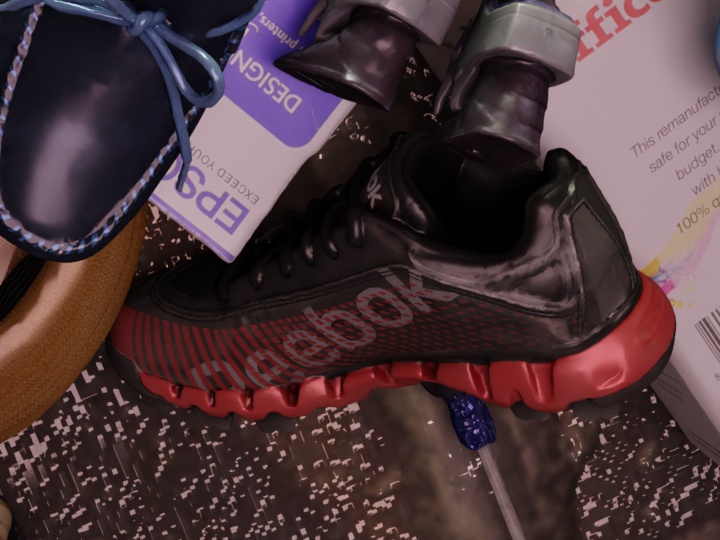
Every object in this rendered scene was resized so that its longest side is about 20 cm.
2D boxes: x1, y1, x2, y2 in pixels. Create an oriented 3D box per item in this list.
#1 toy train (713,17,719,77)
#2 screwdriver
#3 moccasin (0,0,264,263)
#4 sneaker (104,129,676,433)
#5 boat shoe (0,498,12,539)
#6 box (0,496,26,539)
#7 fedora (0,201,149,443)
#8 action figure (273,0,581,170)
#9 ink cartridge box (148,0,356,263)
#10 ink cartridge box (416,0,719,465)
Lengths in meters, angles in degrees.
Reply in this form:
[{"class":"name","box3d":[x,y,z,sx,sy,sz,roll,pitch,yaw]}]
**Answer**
[{"class":"toy train","box3d":[0.201,-0.066,0.797,0.200,0.087,0.114,40,78,-23]},{"class":"screwdriver","box3d":[0.051,0.079,0.902,0.028,0.029,0.200,-23,100,-7]},{"class":"moccasin","box3d":[-0.062,-0.098,0.723,0.080,0.068,0.200,19,92,-18]},{"class":"sneaker","box3d":[0.000,0.000,0.820,0.200,0.071,0.098,-4,126,23]},{"class":"boat shoe","box3d":[-0.195,0.105,0.786,0.200,0.065,0.071,-14,144,30]},{"class":"box","box3d":[-0.133,0.203,0.845,0.132,0.115,0.200,-26,104,-5]},{"class":"fedora","box3d":[-0.170,-0.026,0.808,0.200,0.082,0.201,-2,101,-13]},{"class":"action figure","box3d":[0.051,-0.137,0.754,0.130,0.069,0.200,26,87,-18]},{"class":"ink cartridge box","box3d":[-0.059,-0.139,0.776,0.198,0.043,0.200,39,84,-18]},{"class":"ink cartridge box","box3d":[0.134,-0.046,0.871,0.144,0.085,0.200,-37,108,-4]}]
